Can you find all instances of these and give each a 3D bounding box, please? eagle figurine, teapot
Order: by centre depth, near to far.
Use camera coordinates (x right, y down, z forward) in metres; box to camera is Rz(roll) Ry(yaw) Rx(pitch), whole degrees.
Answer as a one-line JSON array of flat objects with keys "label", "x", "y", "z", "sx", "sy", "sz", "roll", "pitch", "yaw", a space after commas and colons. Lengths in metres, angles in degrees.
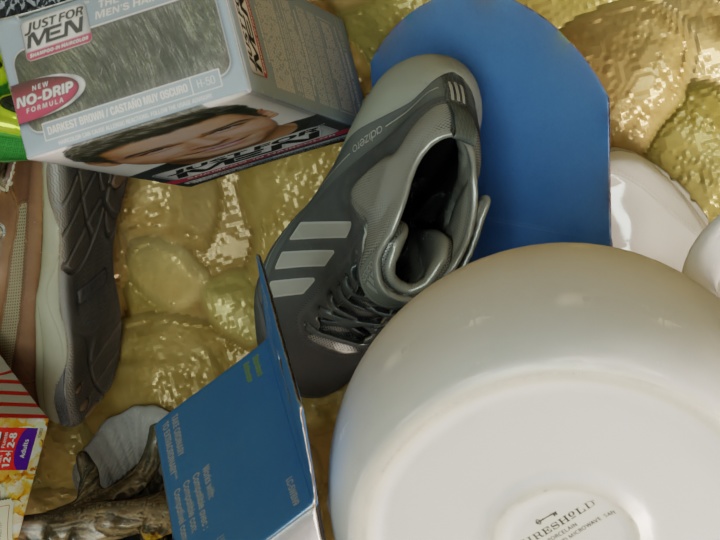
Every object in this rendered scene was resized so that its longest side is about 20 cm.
[{"label": "teapot", "x": 0.083, "y": 0.060, "z": 0.827, "sx": 0.198, "sy": 0.147, "sz": 0.199, "roll": 4, "pitch": 123, "yaw": 3}, {"label": "eagle figurine", "x": -0.104, "y": 0.185, "z": 1.024, "sx": 0.151, "sy": 0.150, "sz": 0.201, "roll": 31, "pitch": 147, "yaw": 43}]

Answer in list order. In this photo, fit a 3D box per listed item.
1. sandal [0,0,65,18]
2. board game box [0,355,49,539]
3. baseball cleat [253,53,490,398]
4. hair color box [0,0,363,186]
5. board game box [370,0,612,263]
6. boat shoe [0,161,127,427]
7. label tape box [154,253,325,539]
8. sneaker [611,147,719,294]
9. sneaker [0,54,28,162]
[{"label": "sandal", "x": -0.211, "y": -0.090, "z": 1.022, "sx": 0.198, "sy": 0.043, "sz": 0.077, "roll": -16, "pitch": 105, "yaw": 4}, {"label": "board game box", "x": -0.217, "y": 0.122, "z": 1.001, "sx": 0.046, "sy": 0.151, "sz": 0.202, "roll": 3, "pitch": 113, "yaw": -33}, {"label": "baseball cleat", "x": 0.000, "y": 0.000, "z": 0.934, "sx": 0.069, "sy": 0.107, "sz": 0.201, "roll": 12, "pitch": 127, "yaw": -14}, {"label": "hair color box", "x": -0.070, "y": -0.082, "z": 0.905, "sx": 0.098, "sy": 0.200, "sz": 0.061, "roll": -16, "pitch": 85, "yaw": 13}, {"label": "board game box", "x": 0.071, "y": -0.027, "z": 0.948, "sx": 0.157, "sy": 0.039, "sz": 0.202, "roll": 11, "pitch": 108, "yaw": 50}, {"label": "boat shoe", "x": -0.157, "y": -0.022, "z": 0.997, "sx": 0.071, "sy": 0.076, "sz": 0.202, "roll": 12, "pitch": 110, "yaw": 17}, {"label": "label tape box", "x": -0.044, "y": 0.117, "z": 0.856, "sx": 0.063, "sy": 0.144, "sz": 0.202, "roll": -13, "pitch": 115, "yaw": -4}, {"label": "sneaker", "x": 0.140, "y": 0.041, "z": 0.951, "sx": 0.074, "sy": 0.087, "sz": 0.202, "roll": -18, "pitch": 96, "yaw": 15}, {"label": "sneaker", "x": -0.201, "y": -0.058, "z": 0.956, "sx": 0.199, "sy": 0.074, "sz": 0.084, "roll": -4, "pitch": 122, "yaw": 32}]
